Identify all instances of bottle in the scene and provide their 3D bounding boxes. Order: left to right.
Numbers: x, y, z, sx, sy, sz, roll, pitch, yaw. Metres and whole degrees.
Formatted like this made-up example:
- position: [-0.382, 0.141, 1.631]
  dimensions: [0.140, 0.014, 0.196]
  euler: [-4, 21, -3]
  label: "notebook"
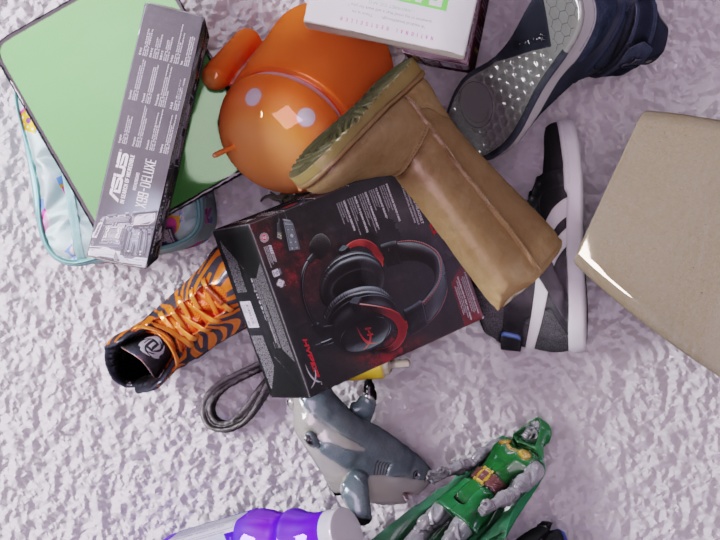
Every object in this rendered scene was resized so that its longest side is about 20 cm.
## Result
- position: [-0.090, 0.250, 1.422]
  dimensions: [0.200, 0.065, 0.084]
  euler: [-20, 94, 32]
  label: "bottle"

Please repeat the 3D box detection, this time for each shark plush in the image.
- position: [-0.017, 0.126, 1.429]
  dimensions: [0.083, 0.091, 0.200]
  euler: [-34, 98, -7]
  label: "shark plush"

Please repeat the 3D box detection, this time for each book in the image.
- position: [0.041, -0.280, 1.308]
  dimensions: [0.134, 0.048, 0.200]
  euler: [12, 91, 2]
  label: "book"

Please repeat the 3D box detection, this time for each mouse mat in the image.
- position: [-0.195, -0.142, 1.390]
  dimensions: [0.161, 0.008, 0.200]
  euler: [-29, 93, -1]
  label: "mouse mat"

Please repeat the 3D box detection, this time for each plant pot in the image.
- position: [0.288, -0.030, 1.338]
  dimensions: [0.177, 0.200, 0.200]
  euler: [27, 97, 15]
  label: "plant pot"

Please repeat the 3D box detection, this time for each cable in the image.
- position: [-0.060, 0.074, 1.448]
  dimensions: [0.200, 0.050, 0.097]
  euler: [-22, 89, 6]
  label: "cable"

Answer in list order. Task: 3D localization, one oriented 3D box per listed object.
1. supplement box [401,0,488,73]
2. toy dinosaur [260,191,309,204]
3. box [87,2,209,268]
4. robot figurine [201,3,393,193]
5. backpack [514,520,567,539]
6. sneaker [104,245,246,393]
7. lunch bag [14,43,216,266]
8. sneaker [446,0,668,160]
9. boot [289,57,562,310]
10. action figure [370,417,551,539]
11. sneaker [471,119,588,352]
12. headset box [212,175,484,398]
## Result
- position: [0.085, -0.271, 1.379]
  dimensions: [0.061, 0.109, 0.200]
  euler: [11, 94, 5]
  label: "supplement box"
- position: [-0.052, -0.022, 1.421]
  dimensions: [0.088, 0.047, 0.200]
  euler: [-30, 78, -3]
  label: "toy dinosaur"
- position: [-0.167, -0.104, 1.312]
  dimensions: [0.050, 0.158, 0.200]
  euler: [13, 93, -4]
  label: "box"
- position: [-0.043, -0.143, 1.366]
  dimensions: [0.117, 0.200, 0.144]
  euler: [-15, 123, 41]
  label: "robot figurine"
- position: [0.110, 0.343, 1.392]
  dimensions: [0.200, 0.163, 0.168]
  euler: [-21, 111, 6]
  label: "backpack"
- position: [-0.141, 0.046, 1.390]
  dimensions: [0.078, 0.112, 0.200]
  euler: [47, 126, 2]
  label: "sneaker"
- position: [-0.217, -0.100, 1.442]
  dimensions: [0.160, 0.077, 0.200]
  euler: [-10, 91, 7]
  label: "lunch bag"
- position: [0.170, -0.167, 1.387]
  dimensions: [0.077, 0.146, 0.202]
  euler: [58, 134, 17]
  label: "sneaker"
- position: [0.058, -0.051, 1.292]
  dimensions: [0.200, 0.175, 0.066]
  euler: [52, 143, -10]
  label: "boot"
- position: [0.094, 0.199, 1.410]
  dimensions: [0.200, 0.055, 0.118]
  euler: [-43, 46, -19]
  label: "action figure"
- position: [0.137, -0.027, 1.407]
  dimensions: [0.112, 0.073, 0.200]
  euler: [-2, 94, 8]
  label: "sneaker"
- position: [0.000, 0.000, 1.349]
  dimensions: [0.200, 0.075, 0.149]
  euler: [-22, 98, -29]
  label: "headset box"
